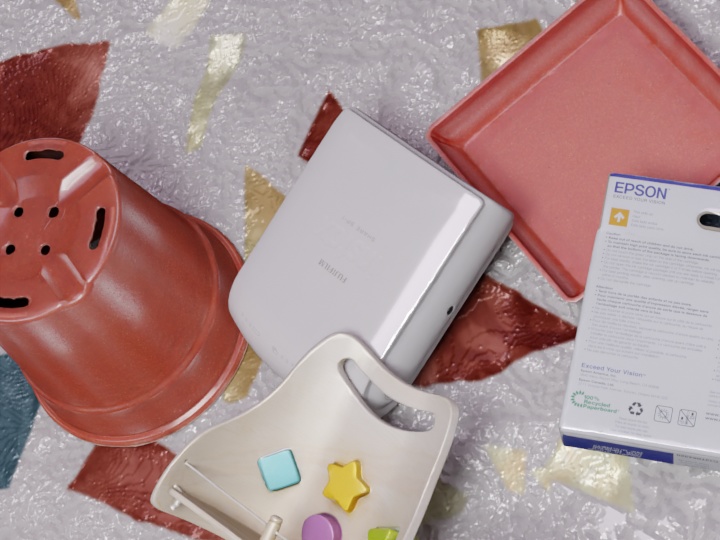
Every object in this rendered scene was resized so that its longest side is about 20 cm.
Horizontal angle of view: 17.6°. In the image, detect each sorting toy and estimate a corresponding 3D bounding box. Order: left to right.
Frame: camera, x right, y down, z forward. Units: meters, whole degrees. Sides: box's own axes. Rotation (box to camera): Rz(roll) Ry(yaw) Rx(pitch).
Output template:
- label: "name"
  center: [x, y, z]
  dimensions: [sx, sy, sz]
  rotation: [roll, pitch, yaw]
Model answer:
- label: "sorting toy"
  center: [-0.016, 0.146, 1.654]
  dimensions: [0.199, 0.107, 0.181]
  rotation: [33, 95, 30]

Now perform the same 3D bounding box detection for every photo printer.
- label: "photo printer"
  center: [0.000, 0.000, 1.741]
  dimensions: [0.166, 0.069, 0.201]
  rotation: [36, 96, 32]

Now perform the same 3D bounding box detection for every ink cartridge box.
- label: "ink cartridge box"
  center: [0.253, 0.041, 1.634]
  dimensions: [0.195, 0.043, 0.202]
  rotation: [9, 68, 13]

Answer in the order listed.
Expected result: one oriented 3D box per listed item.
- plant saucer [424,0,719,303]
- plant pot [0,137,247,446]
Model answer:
- label: "plant saucer"
  center: [0.180, -0.096, 1.748]
  dimensions: [0.200, 0.037, 0.200]
  rotation: [-39, 58, 0]
- label: "plant pot"
  center: [-0.208, 0.006, 1.765]
  dimensions: [0.199, 0.195, 0.202]
  rotation: [-8, 64, 18]
